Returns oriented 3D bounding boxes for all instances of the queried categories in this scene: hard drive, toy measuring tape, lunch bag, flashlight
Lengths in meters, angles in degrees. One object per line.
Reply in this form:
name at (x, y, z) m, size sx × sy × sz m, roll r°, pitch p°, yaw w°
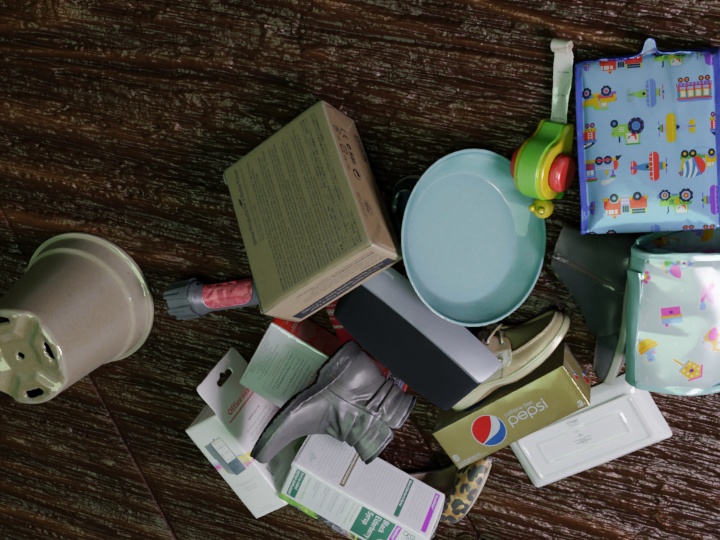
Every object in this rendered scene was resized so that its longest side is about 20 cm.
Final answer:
hard drive at (0.061, 0.081, 1.060) m, size 0.200 × 0.042 × 0.135 m, roll 40°, pitch 146°, yaw 2°
toy measuring tape at (0.204, -0.149, 0.976) m, size 0.073 × 0.074 × 0.202 m, roll 5°, pitch 117°, yaw 13°
lunch bag at (0.380, 0.038, 0.964) m, size 0.198 × 0.122 × 0.172 m, roll -7°, pitch 114°, yaw -9°
flashlight at (-0.162, 0.026, 1.156) m, size 0.198 × 0.068 × 0.068 m, roll -8°, pitch 112°, yaw 17°
lunch bag at (0.311, -0.148, 0.952) m, size 0.149 × 0.094 × 0.202 m, roll -2°, pitch 103°, yaw 18°

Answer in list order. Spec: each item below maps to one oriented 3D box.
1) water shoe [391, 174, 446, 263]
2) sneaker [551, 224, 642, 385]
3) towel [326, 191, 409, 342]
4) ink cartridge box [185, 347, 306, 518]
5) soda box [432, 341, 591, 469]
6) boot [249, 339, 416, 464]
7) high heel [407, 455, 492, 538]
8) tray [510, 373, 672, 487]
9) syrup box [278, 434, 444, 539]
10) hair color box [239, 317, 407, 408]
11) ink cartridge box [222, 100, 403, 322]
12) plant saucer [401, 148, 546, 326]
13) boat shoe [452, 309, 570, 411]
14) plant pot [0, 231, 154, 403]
water shoe at (0.083, -0.014, 1.067) m, size 0.071 × 0.079 × 0.201 m, roll -20°, pitch 106°, yaw 22°
sneaker at (0.279, 0.037, 1.053) m, size 0.105 × 0.075 × 0.202 m, roll 18°, pitch 124°, yaw 27°
towel at (0.000, 0.000, 1.109) m, size 0.143 × 0.022 × 0.202 m, roll -6°, pitch 113°, yaw 35°
ink cartridge box at (-0.158, 0.220, 1.210) m, size 0.067 × 0.117 × 0.201 m, roll -29°, pitch 102°, yaw 32°
soda box at (0.193, 0.173, 1.125) m, size 0.199 × 0.068 × 0.064 m, roll -33°, pitch 101°, yaw 25°
boot at (-0.033, 0.198, 1.099) m, size 0.200 × 0.070 × 0.132 m, roll -45°, pitch 92°, yaw 1°
high heel at (0.079, 0.286, 1.199) m, size 0.142 × 0.072 × 0.201 m, roll 31°, pitch 126°, yaw -7°
tray at (0.289, 0.213, 1.143) m, size 0.199 × 0.022 × 0.108 m, roll -28°, pitch 102°, yaw 24°
syrup box at (0.002, 0.296, 1.154) m, size 0.199 × 0.082 × 0.079 m, roll 29°, pitch 129°, yaw 6°
hair color box at (-0.049, 0.149, 1.182) m, size 0.199 × 0.064 × 0.111 m, roll 32°, pitch 116°, yaw 1°
ink cartridge box at (-0.059, -0.067, 1.028) m, size 0.164 × 0.075 × 0.202 m, roll -31°, pitch 63°, yaw 26°
plant saucer at (0.125, -0.037, 1.018) m, size 0.198 × 0.036 × 0.203 m, roll -1°, pitch 92°, yaw -26°
boat shoe at (0.171, 0.102, 1.101) m, size 0.200 × 0.072 × 0.065 m, roll -38°, pitch 100°, yaw 30°
plant pot at (-0.406, 0.075, 1.178) m, size 0.198 × 0.184 × 0.203 m, roll 5°, pitch 114°, yaw 12°
